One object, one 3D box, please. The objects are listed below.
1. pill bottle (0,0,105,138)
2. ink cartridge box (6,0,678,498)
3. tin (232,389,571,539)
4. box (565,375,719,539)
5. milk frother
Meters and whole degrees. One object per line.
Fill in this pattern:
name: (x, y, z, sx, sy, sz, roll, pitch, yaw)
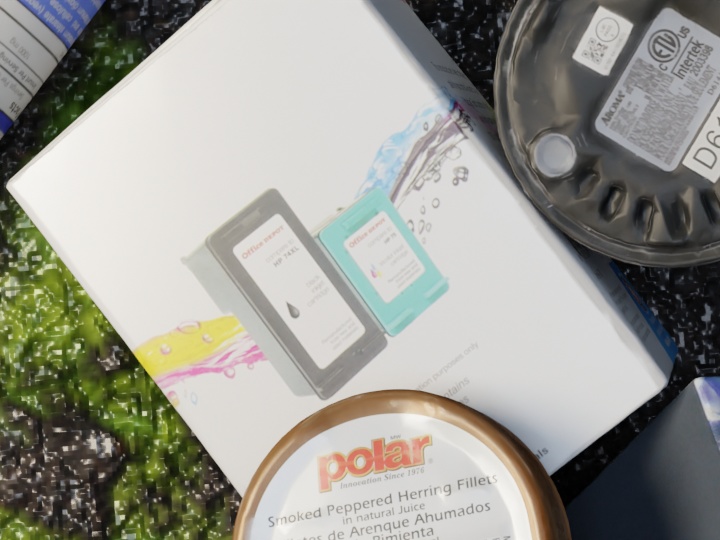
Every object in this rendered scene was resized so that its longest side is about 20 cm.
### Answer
pill bottle: (-0.165, -0.110, 0.872, 0.112, 0.112, 0.200, 37, 86, 3)
ink cartridge box: (0.000, 0.000, 0.835, 0.146, 0.147, 0.200, -38, 86, 9)
tin: (0.020, 0.137, 0.721, 0.111, 0.042, 0.201, -11, 76, 5)
box: (0.197, 0.121, 0.800, 0.199, 0.107, 0.149, -3, 60, -26)
milk frother: (0.167, -0.057, 0.811, 0.180, 0.188, 0.200, -43, 87, 13)
